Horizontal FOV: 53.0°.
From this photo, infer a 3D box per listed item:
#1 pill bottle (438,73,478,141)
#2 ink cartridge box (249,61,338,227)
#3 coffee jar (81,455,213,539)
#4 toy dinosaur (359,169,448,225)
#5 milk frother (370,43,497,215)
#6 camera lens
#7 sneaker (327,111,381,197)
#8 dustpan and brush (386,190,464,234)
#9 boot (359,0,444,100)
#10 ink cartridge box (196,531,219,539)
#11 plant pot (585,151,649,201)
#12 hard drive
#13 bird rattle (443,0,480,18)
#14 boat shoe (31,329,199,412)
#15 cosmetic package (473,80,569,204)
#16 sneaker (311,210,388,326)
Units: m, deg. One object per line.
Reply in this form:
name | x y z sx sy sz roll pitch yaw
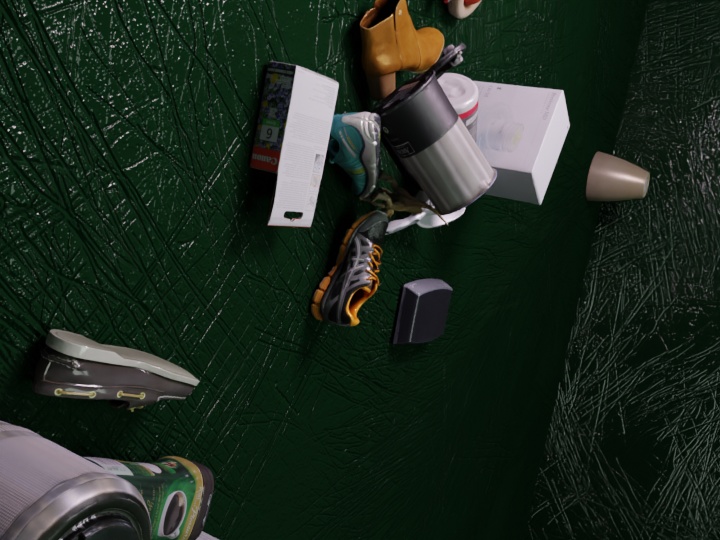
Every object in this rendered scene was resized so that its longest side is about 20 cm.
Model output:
pill bottle | 0.155 -0.241 1.304 0.111 0.110 0.201 -54 152 -35
ink cartridge box | -0.092 -0.161 0.954 0.109 0.050 0.202 -3 107 -62
coffee jar | -0.253 0.265 0.818 0.200 0.085 0.105 29 75 -61
toy dinosaur | 0.064 -0.114 1.164 0.101 0.199 0.059 28 79 -27
milk frother | 0.137 -0.226 1.129 0.199 0.181 0.189 -38 110 -2
camera lens | -0.290 0.224 0.603 0.160 0.198 0.161 -37 135 -50
sneaker | -0.009 -0.177 1.078 0.200 0.079 0.078 85 11 -68
dustpan and brush | 0.122 -0.111 1.311 0.140 0.198 0.058 90 -17 -59
boot | 0.070 -0.372 1.122 0.201 0.070 0.145 -49 152 -29
ink cartridge box | -0.231 0.382 0.851 0.200 0.145 0.084 11 92 -63
plant pot | 0.972 -0.337 2.713 0.187 0.198 0.189 -38 135 -49
hard drive | 0.135 0.087 1.510 0.199 0.042 0.136 -4 106 -62
bird rattle | 0.204 -0.523 1.288 0.201 0.112 0.164 -57 164 -26
boat shoe | -0.254 0.115 0.765 0.201 0.071 0.061 31 80 -55
cosmetic package | 0.297 -0.263 1.473 0.201 0.198 0.123 -66 151 -18
sneaker | 0.000 0.000 1.151 0.201 0.077 0.078 -64 150 -4
